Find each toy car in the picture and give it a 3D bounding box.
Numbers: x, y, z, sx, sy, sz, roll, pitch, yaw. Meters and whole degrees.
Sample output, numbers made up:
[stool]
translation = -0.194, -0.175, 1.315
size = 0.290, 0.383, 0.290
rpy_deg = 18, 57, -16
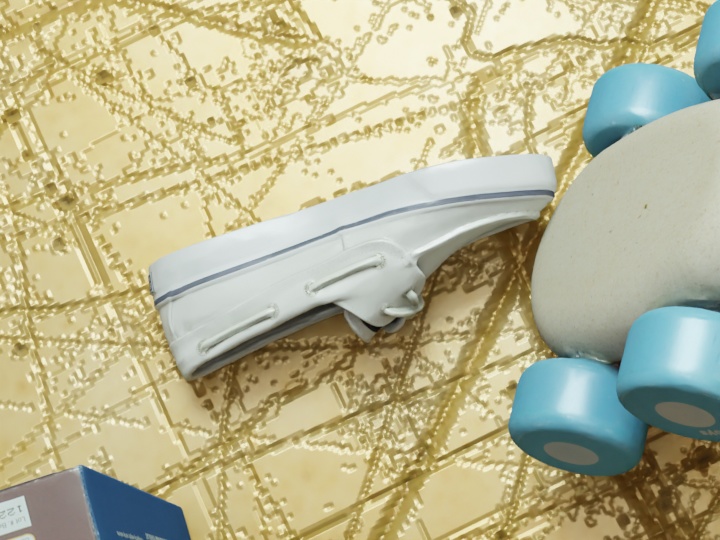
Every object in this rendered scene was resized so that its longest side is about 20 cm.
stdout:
[toy car]
translation = 0.194, 0.014, 0.838
size = 0.199, 0.177, 0.185
rpy_deg = 25, 66, -18

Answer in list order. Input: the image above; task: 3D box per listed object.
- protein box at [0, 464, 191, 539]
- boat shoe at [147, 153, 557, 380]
[protein box]
translation = -0.127, 0.205, 0.787
size = 0.134, 0.199, 0.201
rpy_deg = -18, 77, 2
[boat shoe]
translation = 0.000, 0.000, 0.883
size = 0.199, 0.072, 0.066
rpy_deg = -17, 81, 3
